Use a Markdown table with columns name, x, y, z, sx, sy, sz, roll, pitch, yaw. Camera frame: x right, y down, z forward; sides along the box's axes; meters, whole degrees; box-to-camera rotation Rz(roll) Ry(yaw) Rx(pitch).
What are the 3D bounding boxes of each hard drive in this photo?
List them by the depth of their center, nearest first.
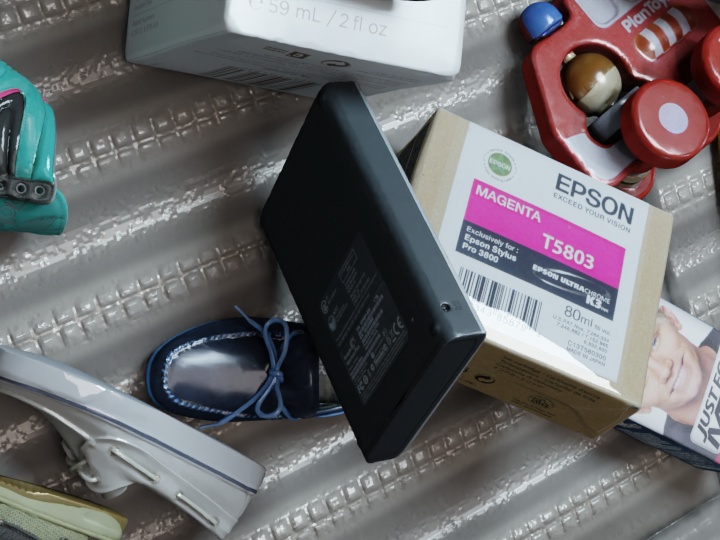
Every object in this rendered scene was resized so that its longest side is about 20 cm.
| name | x | y | z | sx | sy | sz | roll | pitch | yaw |
| --- | --- | --- | --- | --- | --- | --- | --- | --- | --- |
| hard drive | 0.000 | 0.000 | 0.921 | 0.033 | 0.140 | 0.201 | -7 | 56 | -30 |

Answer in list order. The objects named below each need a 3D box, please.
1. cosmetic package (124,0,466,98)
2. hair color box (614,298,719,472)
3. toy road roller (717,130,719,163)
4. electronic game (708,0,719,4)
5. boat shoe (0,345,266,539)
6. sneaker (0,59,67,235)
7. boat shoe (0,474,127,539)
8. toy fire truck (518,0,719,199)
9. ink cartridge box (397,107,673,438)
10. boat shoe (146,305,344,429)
| name | x | y | z | sx | sy | sz | roll | pitch | yaw |
| --- | --- | --- | --- | --- | --- | --- | --- | --- | --- |
| cosmetic package | -0.039 | -0.226 | 0.931 | 0.167 | 0.166 | 0.201 | 6 | 87 | -29 |
| hair color box | 0.237 | 0.083 | 1.158 | 0.199 | 0.060 | 0.101 | 26 | 78 | -27 |
| toy road roller | 0.389 | -0.064 | 1.191 | 0.122 | 0.146 | 0.201 | -12 | 98 | -29 |
| electronic game | 0.269 | -0.282 | 1.130 | 0.199 | 0.042 | 0.201 | 15 | 52 | -21 |
| boat shoe | -0.155 | 0.113 | 0.932 | 0.200 | 0.072 | 0.066 | 31 | 81 | -30 |
| sneaker | -0.240 | -0.035 | 0.872 | 0.120 | 0.084 | 0.201 | 25 | 78 | -18 |
| boat shoe | -0.236 | 0.153 | 0.881 | 0.199 | 0.073 | 0.065 | 20 | 76 | -29 |
| toy fire truck | 0.206 | -0.155 | 1.120 | 0.200 | 0.112 | 0.168 | -37 | 85 | -24 |
| ink cartridge box | 0.109 | 0.002 | 1.019 | 0.199 | 0.075 | 0.165 | 23 | 60 | -11 |
| boat shoe | -0.045 | 0.062 | 0.991 | 0.199 | 0.069 | 0.085 | -6 | 94 | -29 |
